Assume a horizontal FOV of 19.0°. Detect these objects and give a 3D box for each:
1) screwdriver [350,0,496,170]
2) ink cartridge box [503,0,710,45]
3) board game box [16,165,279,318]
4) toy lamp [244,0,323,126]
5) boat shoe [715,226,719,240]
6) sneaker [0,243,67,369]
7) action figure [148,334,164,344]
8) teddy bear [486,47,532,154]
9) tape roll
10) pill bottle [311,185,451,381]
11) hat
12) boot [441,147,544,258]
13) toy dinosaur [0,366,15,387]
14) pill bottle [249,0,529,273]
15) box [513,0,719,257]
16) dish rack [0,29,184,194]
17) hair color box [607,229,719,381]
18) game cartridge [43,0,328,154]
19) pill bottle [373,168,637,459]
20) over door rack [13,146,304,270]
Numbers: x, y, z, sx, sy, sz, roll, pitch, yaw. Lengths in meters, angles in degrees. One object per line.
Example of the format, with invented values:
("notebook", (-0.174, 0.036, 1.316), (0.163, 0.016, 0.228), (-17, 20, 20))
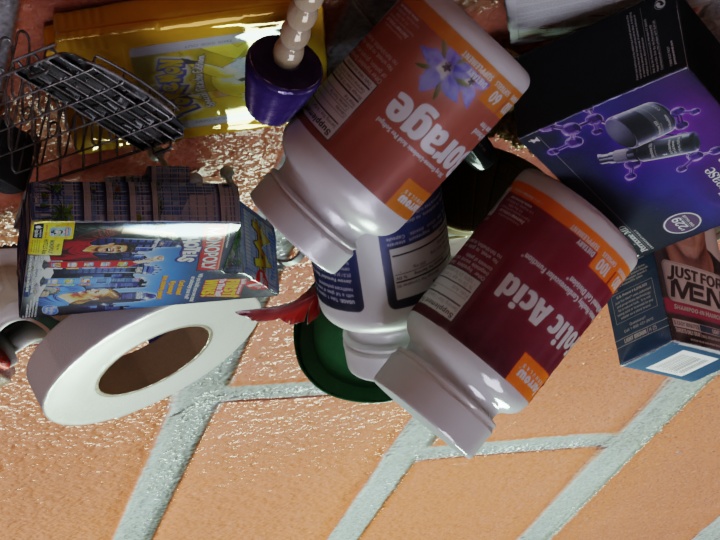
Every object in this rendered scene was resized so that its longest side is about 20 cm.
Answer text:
("screwdriver", (0.042, -0.137, 1.602), (0.029, 0.028, 0.200), (-39, 130, 12))
("ink cartridge box", (0.178, -0.215, 1.541), (0.159, 0.048, 0.200), (-12, 174, 4))
("board game box", (-0.151, -0.025, 1.596), (0.198, 0.062, 0.200), (-1, 160, -12))
("toy lamp", (-0.036, -0.176, 1.449), (0.058, 0.059, 0.201), (0, 143, -21))
("boat shoe", (0.224, -0.037, 1.901), (0.197, 0.075, 0.066), (-6, 159, -9))
("sneaker", (-0.317, 0.032, 1.772), (0.198, 0.094, 0.070), (-1, 163, 19))
("action figure", (-0.186, 0.027, 1.798), (0.065, 0.052, 0.200), (-1, 158, -5))
("teddy bear", (0.158, -0.133, 1.686), (0.198, 0.067, 0.145), (3, 150, -12))
("tape roll", (-0.176, 0.059, 1.754), (0.202, 0.037, 0.203), (-27, 160, -10))
("pill bottle", (0.015, -0.020, 1.682), (0.110, 0.111, 0.202), (-9, 114, -1))
("hat", (0.000, 0.000, 1.798), (0.164, 0.201, 0.177), (-11, 137, 10))
("boot", (0.097, -0.049, 1.787), (0.199, 0.073, 0.154), (1, 167, 34))
("toy dinosaur", (-0.352, 0.078, 1.927), (0.135, 0.086, 0.200), (-24, 160, 13))
("pill bottle", (0.017, -0.099, 1.530), (0.200, 0.112, 0.112), (-48, 148, 7))
("box", (0.219, -0.105, 1.605), (0.140, 0.079, 0.200), (-20, 144, 27))
("dish rack", (-0.229, -0.115, 1.513), (0.199, 0.055, 0.153), (-15, 152, 33))
("hair color box", (0.249, -0.016, 1.798), (0.100, 0.202, 0.060), (13, 148, -43))
("game cartridge", (-0.122, -0.146, 1.569), (0.198, 0.033, 0.177), (-10, 156, -2))
("pill bottle", (0.107, 0.034, 1.621), (0.200, 0.114, 0.114), (-52, 153, -4))
("over door rack", (-0.161, -0.046, 1.752), (0.198, 0.067, 0.148), (-4, 160, 24))
